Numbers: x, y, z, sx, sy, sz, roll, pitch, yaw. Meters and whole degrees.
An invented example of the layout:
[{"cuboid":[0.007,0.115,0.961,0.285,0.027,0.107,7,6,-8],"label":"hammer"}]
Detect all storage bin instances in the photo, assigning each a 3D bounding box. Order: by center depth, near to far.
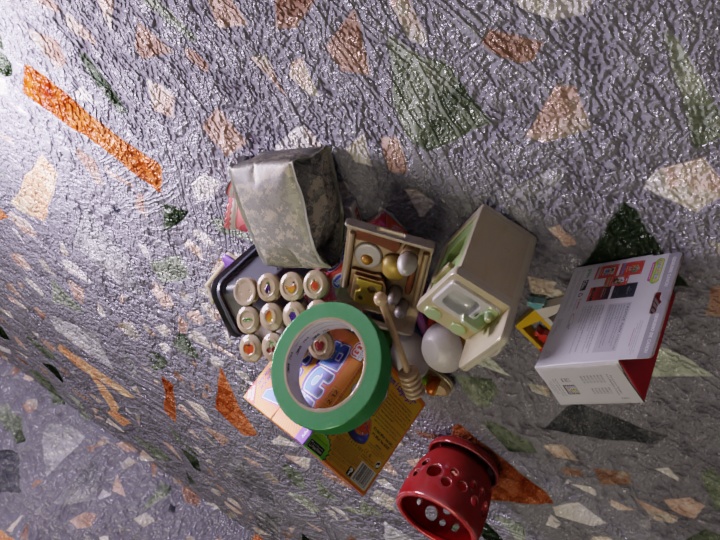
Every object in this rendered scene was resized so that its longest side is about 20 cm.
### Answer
[{"cuboid":[-0.166,0.035,1.404,0.132,0.200,0.148,-9,114,33],"label":"storage bin"}]

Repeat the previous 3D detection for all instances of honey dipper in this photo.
[{"cuboid":[0.062,0.121,1.177,0.037,0.038,0.203,3,124,37],"label":"honey dipper"}]

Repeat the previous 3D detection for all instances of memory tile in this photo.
[{"cuboid":[-0.136,0.081,1.268,0.196,0.017,0.157,-6,86,27],"label":"memory tile"}]

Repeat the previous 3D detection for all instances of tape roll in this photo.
[{"cuboid":[-0.048,0.154,1.156,0.197,0.204,0.048,12,165,29],"label":"tape roll"}]

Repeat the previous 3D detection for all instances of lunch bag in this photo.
[{"cuboid":[-0.116,-0.100,1.243,0.161,0.117,0.205,2,113,38],"label":"lunch bag"}]

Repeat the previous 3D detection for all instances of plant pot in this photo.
[{"cuboid":[0.200,0.485,1.622,0.197,0.184,0.203,22,143,17],"label":"plant pot"}]

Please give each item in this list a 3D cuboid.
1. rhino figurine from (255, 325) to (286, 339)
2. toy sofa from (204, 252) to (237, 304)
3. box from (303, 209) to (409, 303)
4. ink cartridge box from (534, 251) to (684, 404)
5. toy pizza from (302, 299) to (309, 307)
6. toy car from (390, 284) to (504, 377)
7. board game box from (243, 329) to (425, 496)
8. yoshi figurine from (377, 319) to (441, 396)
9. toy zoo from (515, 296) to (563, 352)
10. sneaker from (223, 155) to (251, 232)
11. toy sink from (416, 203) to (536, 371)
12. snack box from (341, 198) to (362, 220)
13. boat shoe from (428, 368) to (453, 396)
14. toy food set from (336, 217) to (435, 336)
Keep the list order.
[{"cuboid":[-0.192,0.123,1.501,0.197,0.060,0.088,25,146,22],"label":"rhino figurine"},{"cuboid":[-0.235,0.048,1.573,0.196,0.083,0.099,22,143,18],"label":"toy sofa"},{"cuboid":[0.000,0.000,1.272,0.095,0.101,0.199,39,134,-18],"label":"box"},{"cuboid":[0.362,0.081,1.009,0.174,0.201,0.084,-13,125,48],"label":"ink cartridge box"},{"cuboid":[-0.089,0.153,1.503,0.031,0.202,0.203,-19,131,-2],"label":"toy pizza"},{"cuboid":[0.145,0.096,1.272,0.198,0.172,0.153,-22,83,50],"label":"toy car"},{"cuboid":[-0.045,0.234,1.308,0.198,0.201,0.201,22,159,48],"label":"board game box"},{"cuboid":[0.078,0.160,1.427,0.197,0.113,0.113,29,137,12],"label":"yoshi figurine"},{"cuboid":[0.349,0.113,1.215,0.200,0.021,0.131,43,144,-9],"label":"toy zoo"},{"cuboid":[-0.203,-0.139,1.361,0.085,0.075,0.201,19,148,-1],"label":"sneaker"},{"cuboid":[0.168,0.025,1.101,0.111,0.202,0.131,30,146,-7],"label":"toy sink"},{"cuboid":[-0.018,-0.047,1.334,0.071,0.024,0.203,10,137,29],"label":"snack box"},{"cuboid":[0.095,0.225,1.511,0.196,0.070,0.075,18,142,23],"label":"boat shoe"},{"cuboid":[0.033,0.015,1.158,0.140,0.061,0.203,15,133,6],"label":"toy food set"}]
